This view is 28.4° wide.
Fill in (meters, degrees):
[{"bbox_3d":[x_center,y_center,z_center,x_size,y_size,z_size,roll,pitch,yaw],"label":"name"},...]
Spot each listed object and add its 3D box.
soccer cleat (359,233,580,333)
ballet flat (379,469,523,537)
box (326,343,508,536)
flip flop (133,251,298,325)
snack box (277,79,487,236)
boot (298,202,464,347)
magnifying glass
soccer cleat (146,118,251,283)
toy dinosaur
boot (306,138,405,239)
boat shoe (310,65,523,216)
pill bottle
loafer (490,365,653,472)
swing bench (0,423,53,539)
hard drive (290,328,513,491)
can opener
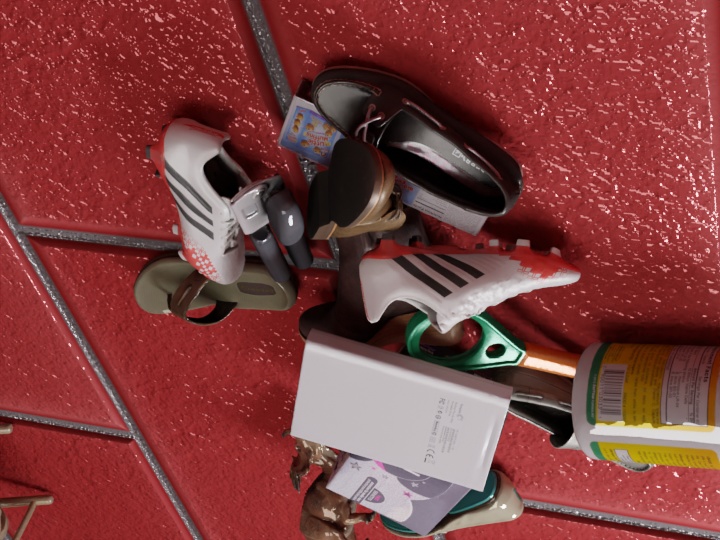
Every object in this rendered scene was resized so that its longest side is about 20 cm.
[{"bbox_3d":[0.097,0.015,1.272,0.198,0.086,0.069,3,176,-5],"label":"soccer cleat"},{"bbox_3d":[0.109,0.281,1.669,0.199,0.070,0.069,-19,127,43],"label":"ballet flat"},{"bbox_3d":[0.060,0.178,1.514,0.131,0.115,0.200,26,144,-4],"label":"box"},{"bbox_3d":[-0.158,0.028,1.490,0.198,0.058,0.081,2,140,27],"label":"flip flop"},{"bbox_3d":[0.027,-0.098,1.254,0.199,0.024,0.072,25,144,-2],"label":"snack box"},{"bbox_3d":[0.000,0.000,1.380,0.199,0.072,0.167,-3,125,34],"label":"boot"},{"bbox_3d":[0.135,0.074,1.362,0.199,0.022,0.080,15,126,-21],"label":"magnifying glass"},{"bbox_3d":[-0.136,-0.059,1.348,0.085,0.069,0.201,9,138,26],"label":"soccer cleat"},{"bbox_3d":[-0.041,0.275,1.678,0.134,0.086,0.202,17,102,13],"label":"toy dinosaur"},{"bbox_3d":[0.009,-0.066,1.198,0.075,0.074,0.200,3,172,-12],"label":"boot"},{"bbox_3d":[0.046,-0.108,1.183,0.199,0.057,0.067,28,121,-3],"label":"boat shoe"},{"bbox_3d":[0.305,0.125,1.311,0.198,0.113,0.113,0,139,29],"label":"pill bottle"},{"bbox_3d":[0.215,0.154,1.434,0.199,0.070,0.070,31,144,-11],"label":"loafer"},{"bbox_3d":[-0.575,0.305,2.022,0.198,0.130,0.200,9,143,20],"label":"swing bench"},{"bbox_3d":[0.037,0.136,1.371,0.198,0.026,0.133,16,130,6],"label":"hard drive"},{"bbox_3d":[-0.078,-0.032,1.317,0.067,0.052,0.200,60,175,18],"label":"can opener"}]
